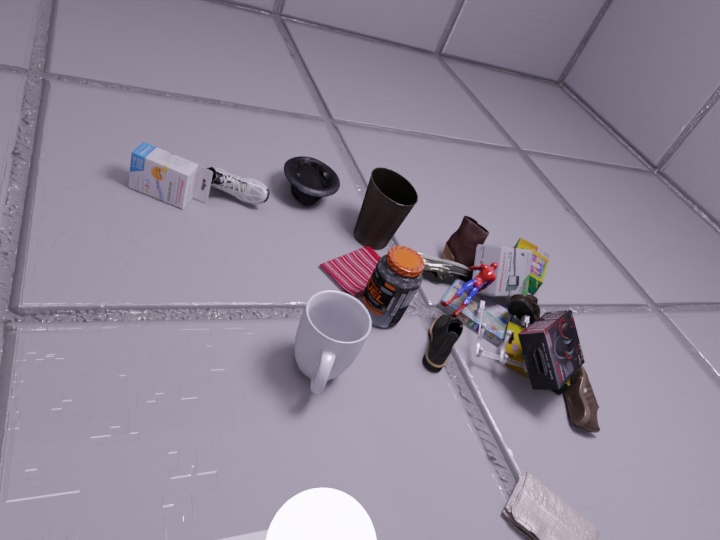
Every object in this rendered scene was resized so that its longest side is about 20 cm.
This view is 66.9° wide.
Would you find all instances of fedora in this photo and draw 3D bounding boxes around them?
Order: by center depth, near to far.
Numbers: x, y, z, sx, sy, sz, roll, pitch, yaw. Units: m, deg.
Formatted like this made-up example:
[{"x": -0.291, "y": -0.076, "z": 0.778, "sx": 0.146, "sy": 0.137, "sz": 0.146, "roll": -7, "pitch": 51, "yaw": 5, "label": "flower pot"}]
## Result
[{"x": -0.160, "y": -0.267, "z": 1.698, "sx": 0.200, "sy": 0.092, "sz": 0.201, "roll": 15, "pitch": 40, "yaw": -13, "label": "fedora"}]

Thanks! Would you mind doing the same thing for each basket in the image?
[{"x": 0.064, "y": -0.173, "z": 1.625, "sx": 0.136, "sy": 0.200, "sz": 0.181, "roll": -2, "pitch": 47, "yaw": -31, "label": "basket"}]

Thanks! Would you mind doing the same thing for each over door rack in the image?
[{"x": 0.383, "y": 0.163, "z": 1.449, "sx": 0.147, "sy": 0.067, "sz": 0.200, "roll": 18, "pitch": 41, "yaw": -1, "label": "over door rack"}]

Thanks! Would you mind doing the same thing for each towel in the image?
[{"x": 0.402, "y": 0.529, "z": 1.145, "sx": 0.200, "sy": 0.035, "sz": 0.132, "roll": 37, "pitch": 41, "yaw": 14, "label": "towel"}, {"x": 0.000, "y": 0.000, "z": 1.538, "sx": 0.200, "sy": 0.023, "sz": 0.145, "roll": -23, "pitch": 58, "yaw": -43, "label": "towel"}]

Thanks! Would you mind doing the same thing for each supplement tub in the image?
[{"x": 0.081, "y": 0.041, "z": 1.392, "sx": 0.122, "sy": 0.200, "sz": 0.123, "roll": 15, "pitch": 39, "yaw": -12, "label": "supplement tub"}]

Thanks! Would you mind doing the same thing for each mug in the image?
[{"x": -0.075, "y": 0.172, "z": 1.180, "sx": 0.147, "sy": 0.176, "sz": 0.200, "roll": 18, "pitch": 40, "yaw": -8, "label": "mug"}]

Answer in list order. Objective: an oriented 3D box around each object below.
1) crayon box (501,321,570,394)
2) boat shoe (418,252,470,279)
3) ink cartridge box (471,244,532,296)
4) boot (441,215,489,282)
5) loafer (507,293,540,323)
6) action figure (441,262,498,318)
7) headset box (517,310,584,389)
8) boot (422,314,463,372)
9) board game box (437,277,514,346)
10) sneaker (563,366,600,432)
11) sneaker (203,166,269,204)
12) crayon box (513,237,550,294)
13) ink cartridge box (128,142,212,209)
[{"x": 0.477, "y": 0.237, "z": 1.499, "sx": 0.200, "sy": 0.051, "sz": 0.127, "roll": 29, "pitch": 41, "yaw": 4, "label": "crayon box"}, {"x": 0.228, "y": -0.008, "z": 1.625, "sx": 0.201, "sy": 0.060, "sz": 0.072, "roll": 14, "pitch": -1, "yaw": -4, "label": "boat shoe"}, {"x": 0.421, "y": 0.003, "z": 1.614, "sx": 0.084, "sy": 0.146, "sz": 0.200, "roll": 9, "pitch": 4, "yaw": 42, "label": "ink cartridge box"}, {"x": 0.344, "y": -0.047, "z": 1.656, "sx": 0.072, "sy": 0.167, "sz": 0.200, "roll": -14, "pitch": 52, "yaw": -44, "label": "boot"}, {"x": 0.472, "y": 0.099, "z": 1.568, "sx": 0.073, "sy": 0.200, "sz": 0.072, "roll": 6, "pitch": 73, "yaw": 28, "label": "loafer"}, {"x": 0.301, "y": 0.046, "z": 1.509, "sx": 0.200, "sy": 0.099, "sz": 0.065, "roll": -41, "pitch": 92, "yaw": -15, "label": "action figure"}, {"x": 0.479, "y": 0.201, "z": 1.374, "sx": 0.200, "sy": 0.075, "sz": 0.149, "roll": -20, "pitch": 96, "yaw": -46, "label": "headset box"}, {"x": 0.231, "y": 0.150, "z": 1.398, "sx": 0.077, "sy": 0.139, "sz": 0.200, "roll": 23, "pitch": 37, "yaw": -2, "label": "boot"}, {"x": 0.336, "y": 0.116, "z": 1.576, "sx": 0.200, "sy": 0.034, "sz": 0.134, "roll": 34, "pitch": 40, "yaw": 11, "label": "board game box"}, {"x": 0.589, "y": 0.341, "z": 1.447, "sx": 0.075, "sy": 0.070, "sz": 0.200, "roll": 38, "pitch": 40, "yaw": -15, "label": "sneaker"}, {"x": -0.364, "y": -0.237, "z": 1.539, "sx": 0.200, "sy": 0.076, "sz": 0.115, "roll": 20, "pitch": 10, "yaw": 7, "label": "sneaker"}, {"x": 0.558, "y": -0.019, "z": 1.828, "sx": 0.119, "sy": 0.058, "sz": 0.200, "roll": 30, "pitch": 39, "yaw": 7, "label": "crayon box"}, {"x": -0.511, "y": -0.246, "z": 1.468, "sx": 0.200, "sy": 0.115, "sz": 0.068, "roll": 22, "pitch": 39, "yaw": -4, "label": "ink cartridge box"}]
